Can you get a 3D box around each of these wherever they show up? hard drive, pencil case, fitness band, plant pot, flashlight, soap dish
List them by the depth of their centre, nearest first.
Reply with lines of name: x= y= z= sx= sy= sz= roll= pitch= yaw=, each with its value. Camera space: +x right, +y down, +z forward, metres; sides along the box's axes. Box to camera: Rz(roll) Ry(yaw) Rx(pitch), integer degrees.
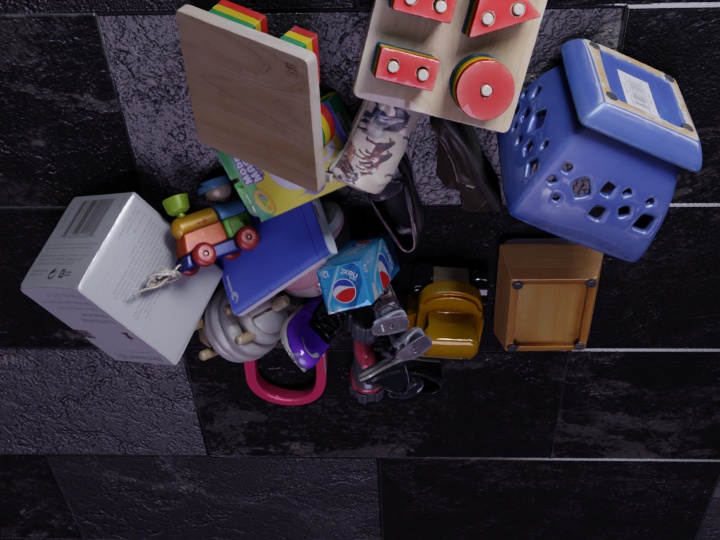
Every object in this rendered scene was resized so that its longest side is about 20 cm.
plant pot: x=0.301 y=-0.160 z=1.340 sx=0.198 sy=0.201 sz=0.180 roll=20 pitch=130 yaw=-17
pencil case: x=0.026 y=-0.190 z=1.346 sx=0.089 sy=0.078 sz=0.202 roll=20 pitch=106 yaw=-22
hard drive: x=-0.129 y=-0.038 z=1.544 sx=0.199 sy=0.133 sz=0.025 roll=-32 pitch=158 yaw=32
soap dish: x=0.287 y=0.042 z=1.641 sx=0.155 sy=0.082 sz=0.201 roll=0 pitch=136 yaw=3
flashlight: x=0.010 y=0.140 z=1.766 sx=0.067 sy=0.068 sz=0.201 roll=18 pitch=143 yaw=15
fitness band: x=-0.127 y=0.158 z=1.825 sx=0.141 sy=0.038 sz=0.201 roll=4 pitch=137 yaw=2

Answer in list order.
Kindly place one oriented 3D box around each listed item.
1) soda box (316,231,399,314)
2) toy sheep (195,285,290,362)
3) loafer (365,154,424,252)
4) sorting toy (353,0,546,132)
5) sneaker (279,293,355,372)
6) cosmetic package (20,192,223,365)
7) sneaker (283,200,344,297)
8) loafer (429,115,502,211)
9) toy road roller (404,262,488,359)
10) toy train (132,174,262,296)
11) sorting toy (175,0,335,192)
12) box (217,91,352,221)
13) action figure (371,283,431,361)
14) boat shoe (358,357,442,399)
soda box: x=0.000 y=0.000 z=1.523 sx=0.067 sy=0.200 sz=0.065 roll=-13 pitch=101 yaw=16
toy sheep: x=-0.181 y=0.079 z=1.667 sx=0.199 sy=0.139 sz=0.138 roll=-17 pitch=136 yaw=40
loafer: x=0.044 y=-0.108 z=1.503 sx=0.071 sy=0.064 sz=0.201 roll=-14 pitch=135 yaw=17
sorting toy: x=0.111 y=-0.275 z=1.239 sx=0.196 sy=0.070 sz=0.202 roll=12 pitch=107 yaw=-10
sneaker: x=-0.054 y=0.070 z=1.615 sx=0.099 sy=0.201 sz=0.070 roll=-31 pitch=108 yaw=23
cosmetic package: x=-0.341 y=0.014 z=1.545 sx=0.164 sy=0.166 sz=0.200 roll=0 pitch=145 yaw=45
sneaker: x=-0.068 y=-0.026 z=1.592 sx=0.104 sy=0.076 sz=0.200 roll=29 pitch=134 yaw=-29
loafer: x=0.132 y=-0.142 z=1.452 sx=0.071 sy=0.074 sz=0.201 roll=-17 pitch=134 yaw=18
toy road roller: x=0.131 y=0.091 z=1.652 sx=0.121 sy=0.147 sz=0.201 roll=4 pitch=138 yaw=0
toy train: x=-0.245 y=-0.053 z=1.482 sx=0.198 sy=0.117 sz=0.084 roll=-22 pitch=180 yaw=-30
sorting toy: x=-0.119 y=-0.224 z=1.327 sx=0.198 sy=0.070 sz=0.200 roll=25 pitch=141 yaw=24
box: x=-0.096 y=-0.148 z=1.450 sx=0.198 sy=0.048 sz=0.118 roll=-21 pitch=108 yaw=25
action figure: x=0.044 y=0.076 z=1.600 sx=0.069 sy=0.200 sz=0.131 roll=-30 pitch=102 yaw=-3
boat shoe: x=0.072 y=0.175 z=1.747 sx=0.074 sy=0.063 sz=0.199 roll=-28 pitch=160 yaw=32
